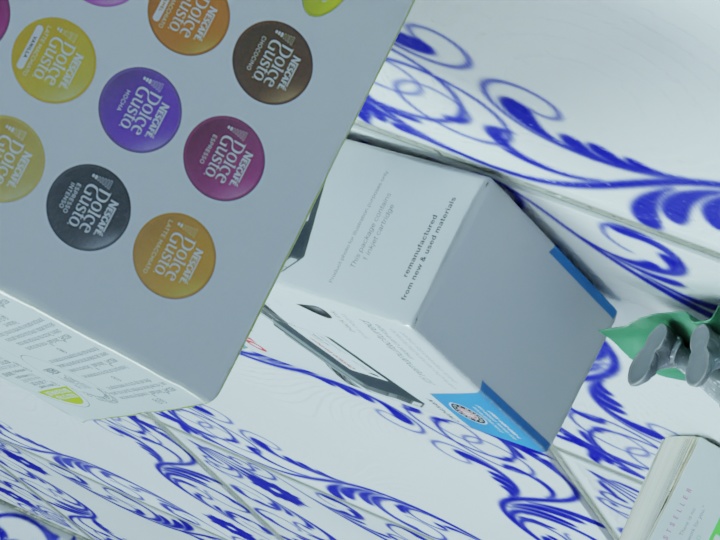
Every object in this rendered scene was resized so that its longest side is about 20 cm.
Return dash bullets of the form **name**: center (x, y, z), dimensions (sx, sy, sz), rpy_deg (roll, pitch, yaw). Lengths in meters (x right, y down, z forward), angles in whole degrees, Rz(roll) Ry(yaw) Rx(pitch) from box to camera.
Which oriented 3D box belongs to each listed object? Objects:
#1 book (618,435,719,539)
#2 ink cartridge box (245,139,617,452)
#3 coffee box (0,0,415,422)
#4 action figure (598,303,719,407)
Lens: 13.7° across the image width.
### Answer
- **book**: center (0.229, 0.197, 1.645), dimensions (0.200, 0.134, 0.048), rpy_deg (30, 167, -15)
- **ink cartridge box**: center (0.000, 0.000, 1.442), dimensions (0.200, 0.084, 0.145), rpy_deg (17, 164, 39)
- **coffee box**: center (-0.118, -0.075, 1.119), dimensions (0.197, 0.200, 0.200), rpy_deg (30, 167, -13)
- **action figure**: center (0.216, 0.077, 1.394), dimensions (0.200, 0.055, 0.118), rpy_deg (29, 165, -29)
